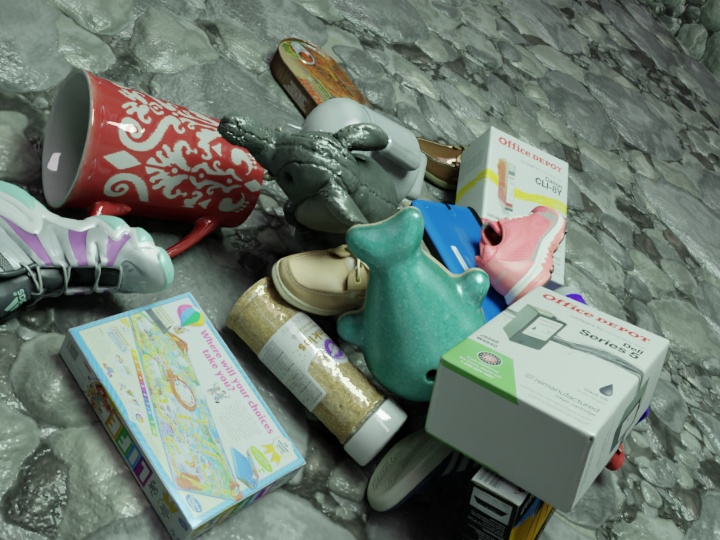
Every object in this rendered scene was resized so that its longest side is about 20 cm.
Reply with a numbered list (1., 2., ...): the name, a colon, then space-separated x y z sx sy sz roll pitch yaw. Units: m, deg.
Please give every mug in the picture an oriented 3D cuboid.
1. mug: -0.215 -0.093 0.842 0.197 0.181 0.133 9 9 -39

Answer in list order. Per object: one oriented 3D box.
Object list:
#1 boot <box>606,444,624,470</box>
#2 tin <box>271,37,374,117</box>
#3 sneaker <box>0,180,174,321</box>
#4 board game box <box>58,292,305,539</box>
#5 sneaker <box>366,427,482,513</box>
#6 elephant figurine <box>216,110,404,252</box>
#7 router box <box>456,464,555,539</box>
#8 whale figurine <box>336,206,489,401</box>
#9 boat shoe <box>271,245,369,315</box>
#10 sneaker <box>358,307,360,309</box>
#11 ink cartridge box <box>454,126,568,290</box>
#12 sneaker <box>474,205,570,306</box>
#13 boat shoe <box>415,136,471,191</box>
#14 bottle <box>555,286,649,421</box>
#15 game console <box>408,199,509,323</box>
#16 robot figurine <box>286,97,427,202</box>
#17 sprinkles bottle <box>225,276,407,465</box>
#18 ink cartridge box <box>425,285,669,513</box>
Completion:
1. boot: 0.256 0.167 0.922 0.145 0.072 0.200 51 3 11
2. tin: -0.055 -0.262 1.192 0.111 0.042 0.201 -11 59 -50
3. sneaker: -0.271 0.011 0.695 0.196 0.079 0.141 16 44 -1
4. board game box: -0.155 0.121 0.714 0.133 0.034 0.201 -18 64 -48
5. sneaker: 0.094 0.189 0.807 0.199 0.075 0.086 -35 103 -28
6. elephant figurine: -0.033 -0.092 0.821 0.143 0.153 0.200 63 -2 13
7. router box: 0.152 0.216 0.777 0.050 0.152 0.199 23 31 25
8. whale figurine: 0.051 0.041 0.775 0.105 0.156 0.202 -99 170 -55
9. boat shoe: 0.000 0.000 0.841 0.198 0.069 0.075 2 55 -43
10. sneaker: 0.014 -0.017 0.975 0.079 0.071 0.202 -8 65 -45
11. ink cartridge box: 0.209 -0.078 1.135 0.143 0.083 0.203 21 60 -20
12. sneaker: 0.180 -0.038 0.924 0.086 0.074 0.201 38 33 -2
13. boat shoe: 0.167 -0.161 1.244 0.197 0.074 0.077 21 40 -23
14. bottle: 0.309 0.114 1.085 0.082 0.066 0.202 11 45 -33
15. game console: 0.125 0.034 0.959 0.169 0.119 0.202 4 48 -43
16. robot figurine: -0.001 -0.148 1.041 0.198 0.168 0.115 18 78 -43
17. sprinkles bottle: -0.045 0.098 0.802 0.200 0.069 0.068 44 37 8
18. ink cartridge box: 0.173 0.104 0.738 0.144 0.085 0.199 25 31 28
